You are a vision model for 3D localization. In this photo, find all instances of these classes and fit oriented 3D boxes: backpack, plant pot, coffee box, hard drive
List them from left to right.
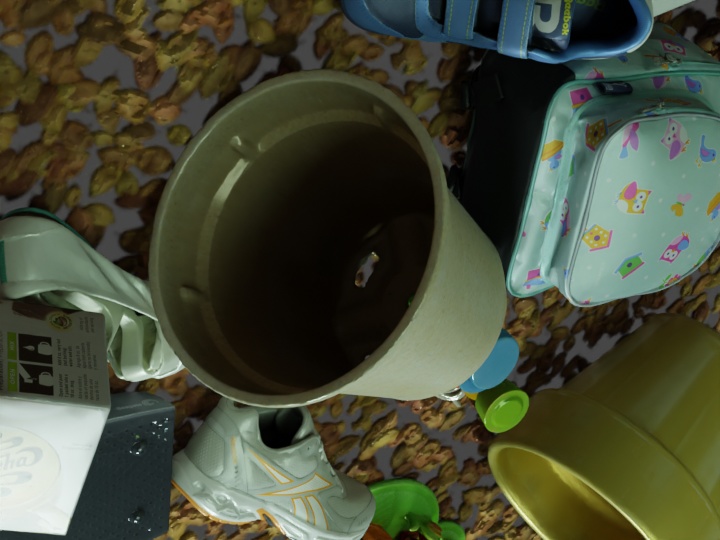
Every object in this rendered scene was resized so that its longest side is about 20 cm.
[{"bbox_3d":[-0.249,0.074,0.790,0.198,0.080,0.114,9,129,-23],"label":"coffee box"},{"bbox_3d":[-0.222,0.151,0.952,0.199,0.042,0.136,-15,132,-28],"label":"hard drive"},{"bbox_3d":[0.000,0.000,0.906,0.201,0.200,0.183,-49,150,8],"label":"plant pot"},{"bbox_3d":[0.178,-0.076,0.992,0.199,0.153,0.177,-17,128,-35],"label":"backpack"},{"bbox_3d":[0.239,0.147,1.203,0.189,0.200,0.201,-45,141,-20],"label":"plant pot"}]

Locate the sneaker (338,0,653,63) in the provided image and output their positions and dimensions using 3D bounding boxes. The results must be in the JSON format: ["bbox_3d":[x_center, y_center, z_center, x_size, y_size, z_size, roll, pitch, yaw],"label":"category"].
[{"bbox_3d":[0.086,-0.166,0.864,0.198,0.082,0.075,1,114,-12],"label":"sneaker"}]

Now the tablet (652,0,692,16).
[{"bbox_3d":[0.211,-0.242,0.941,0.199,0.014,0.131,-24,111,-20],"label":"tablet"}]

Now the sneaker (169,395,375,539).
[{"bbox_3d":[-0.046,0.145,1.063,0.199,0.076,0.092,23,104,-47],"label":"sneaker"}]

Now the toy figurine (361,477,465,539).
[{"bbox_3d":[0.064,0.291,1.182,0.199,0.184,0.151,21,110,-46],"label":"toy figurine"}]

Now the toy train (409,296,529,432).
[{"bbox_3d":[0.084,0.078,1.070,0.084,0.116,0.201,-34,138,-8],"label":"toy train"}]

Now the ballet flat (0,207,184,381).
[{"bbox_3d":[-0.151,0.031,0.883,0.070,0.069,0.200,-48,137,7],"label":"ballet flat"}]

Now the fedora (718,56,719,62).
[{"bbox_3d":[0.309,-0.165,1.039,0.202,0.081,0.201,-59,172,-14],"label":"fedora"}]
